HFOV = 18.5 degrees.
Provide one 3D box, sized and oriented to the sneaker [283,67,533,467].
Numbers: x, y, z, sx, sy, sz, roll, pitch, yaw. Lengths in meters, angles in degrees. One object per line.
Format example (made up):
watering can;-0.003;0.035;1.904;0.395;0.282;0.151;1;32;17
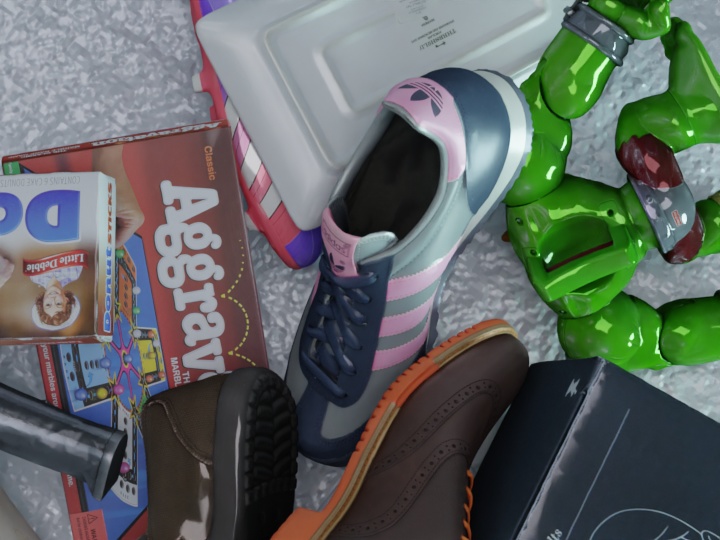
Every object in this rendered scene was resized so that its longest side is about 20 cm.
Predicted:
sneaker;0.000;0.000;0.968;0.070;0.082;0.201;34;112;30

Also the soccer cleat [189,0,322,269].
soccer cleat;-0.041;-0.102;1.023;0.076;0.067;0.201;-18;82;6

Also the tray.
tray;0.031;-0.108;1.017;0.200;0.022;0.108;-29;92;-24

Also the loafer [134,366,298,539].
loafer;-0.071;0.142;0.977;0.071;0.073;0.201;3;84;26

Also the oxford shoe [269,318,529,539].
oxford shoe;0.026;0.105;0.955;0.072;0.071;0.200;26;61;24

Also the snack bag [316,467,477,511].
snack bag;0.035;0.198;1.020;0.200;0.021;0.189;40;84;-5

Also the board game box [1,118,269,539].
board game box;-0.094;0.038;0.999;0.103;0.019;0.201;-10;106;-5

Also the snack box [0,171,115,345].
snack box;-0.203;-0.003;0.959;0.199;0.024;0.072;-2;82;14

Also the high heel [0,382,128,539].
high heel;-0.200;0.135;0.993;0.142;0.071;0.201;21;100;5

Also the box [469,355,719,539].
box;0.141;0.150;0.976;0.200;0.107;0.149;30;81;-10

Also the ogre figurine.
ogre figurine;0.123;-0.031;1.009;0.120;0.098;0.200;-28;128;-2
